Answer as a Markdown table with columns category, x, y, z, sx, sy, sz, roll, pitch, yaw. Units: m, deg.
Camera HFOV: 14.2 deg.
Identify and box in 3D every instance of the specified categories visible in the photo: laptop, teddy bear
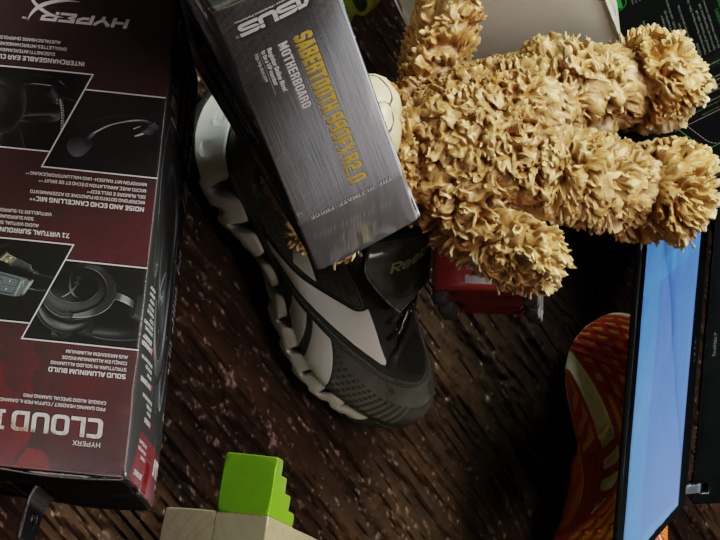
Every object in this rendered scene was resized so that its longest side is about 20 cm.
| category | x | y | z | sx | sy | sz | roll | pitch | yaw |
| --- | --- | --- | --- | --- | --- | --- | --- | --- | --- |
| laptop | 0.210 | 0.050 | 1.442 | 0.199 | 0.103 | 0.178 | -1 | 109 | -13 |
| teddy bear | 0.059 | -0.057 | 1.218 | 0.067 | 0.199 | 0.146 | 131 | -27 | -78 |

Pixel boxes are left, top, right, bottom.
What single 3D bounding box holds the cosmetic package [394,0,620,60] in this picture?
| category | x | y | z | sx | sy | sz | roll | pitch | yaw |
| --- | --- | --- | --- | --- | --- | --- | --- | --- | --- |
| cosmetic package | 0.059 | -0.187 | 1.329 | 0.201 | 0.087 | 0.104 | -90 | 158 | -45 |

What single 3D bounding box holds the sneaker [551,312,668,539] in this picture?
| category | x | y | z | sx | sy | sz | roll | pitch | yaw |
| --- | --- | --- | --- | --- | --- | --- | --- | --- | --- |
| sneaker | 0.139 | 0.125 | 1.522 | 0.077 | 0.073 | 0.201 | 28 | 71 | -64 |

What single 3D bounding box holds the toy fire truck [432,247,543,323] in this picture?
| category | x | y | z | sx | sy | sz | roll | pitch | yaw |
| --- | --- | --- | --- | --- | --- | --- | --- | --- | --- |
| toy fire truck | 0.063 | -0.048 | 1.350 | 0.200 | 0.048 | 0.142 | 48 | 44 | -83 |

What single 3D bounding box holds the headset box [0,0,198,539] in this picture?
| category | x | y | z | sx | sy | sz | roll | pitch | yaw |
| --- | --- | --- | --- | --- | --- | --- | --- | --- | --- |
| headset box | -0.111 | 0.004 | 1.109 | 0.149 | 0.077 | 0.201 | 89 | 8 | -82 |

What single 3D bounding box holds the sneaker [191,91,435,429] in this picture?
| category | x | y | z | sx | sy | sz | roll | pitch | yaw |
| --- | --- | --- | --- | --- | --- | --- | --- | --- | --- |
| sneaker | 0.000 | 0.000 | 1.307 | 0.067 | 0.090 | 0.201 | -57 | 133 | -36 |

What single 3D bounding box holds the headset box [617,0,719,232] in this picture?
| category | x | y | z | sx | sy | sz | roll | pitch | yaw |
| --- | --- | --- | --- | --- | --- | --- | --- | --- | --- |
| headset box | 0.204 | -0.104 | 1.533 | 0.200 | 0.092 | 0.175 | 48 | 22 | -43 |

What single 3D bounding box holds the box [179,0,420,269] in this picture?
| category | x | y | z | sx | sy | sz | roll | pitch | yaw |
| --- | --- | --- | --- | --- | --- | --- | --- | --- | --- |
| box | -0.054 | -0.120 | 1.117 | 0.048 | 0.200 | 0.159 | -28 | 142 | -4 |

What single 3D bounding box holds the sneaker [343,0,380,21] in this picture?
| category | x | y | z | sx | sy | sz | roll | pitch | yaw |
| --- | --- | --- | --- | --- | --- | --- | --- | --- | --- |
| sneaker | -0.048 | -0.202 | 1.275 | 0.084 | 0.074 | 0.201 | -82 | 149 | -59 |

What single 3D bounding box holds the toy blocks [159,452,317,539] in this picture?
| category | x | y | z | sx | sy | sz | roll | pitch | yaw |
| --- | --- | --- | --- | --- | --- | --- | --- | --- | --- |
| toy blocks | -0.045 | 0.192 | 1.256 | 0.137 | 0.099 | 0.201 | 36 | 61 | -61 |
